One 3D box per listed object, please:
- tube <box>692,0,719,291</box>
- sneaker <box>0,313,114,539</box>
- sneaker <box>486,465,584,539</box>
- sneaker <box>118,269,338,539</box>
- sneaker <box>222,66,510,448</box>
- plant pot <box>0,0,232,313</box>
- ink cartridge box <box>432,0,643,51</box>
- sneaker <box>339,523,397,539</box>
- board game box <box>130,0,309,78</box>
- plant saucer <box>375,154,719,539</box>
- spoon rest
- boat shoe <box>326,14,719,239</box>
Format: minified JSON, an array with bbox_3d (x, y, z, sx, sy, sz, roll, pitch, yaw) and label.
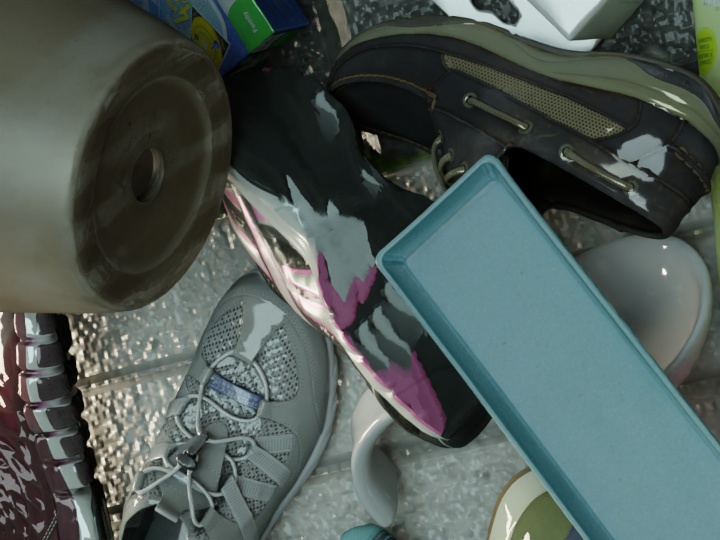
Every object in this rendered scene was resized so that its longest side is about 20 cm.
[{"bbox_3d":[0.174,-0.041,0.941,0.058,0.052,0.202,-4,95,21],"label":"tube"},{"bbox_3d":[-0.194,0.074,1.068,0.115,0.076,0.201,-12,92,-3],"label":"sneaker"},{"bbox_3d":[0.085,0.194,0.970,0.067,0.090,0.202,2,105,-22],"label":"sneaker"},{"bbox_3d":[-0.068,0.098,1.036,0.074,0.082,0.201,21,102,18],"label":"sneaker"},{"bbox_3d":[0.000,0.000,0.981,0.080,0.087,0.201,-24,63,-18],"label":"sneaker"},{"bbox_3d":[-0.157,-0.059,0.945,0.173,0.200,0.201,16,102,27],"label":"plant pot"},{"bbox_3d":[0.097,-0.181,0.945,0.116,0.067,0.200,44,109,11],"label":"ink cartridge box"},{"bbox_3d":[-0.046,0.193,1.050,0.199,0.078,0.087,-34,82,12],"label":"sneaker"},{"bbox_3d":[-0.129,-0.161,1.043,0.135,0.034,0.201,-37,83,32],"label":"board game box"},{"bbox_3d":[0.090,0.050,0.891,0.070,0.019,0.200,-42,73,17],"label":"plant saucer"},{"bbox_3d":[0.071,0.048,0.978,0.199,0.100,0.061,-31,127,25],"label":"spoon rest"},{"bbox_3d":[0.062,-0.059,0.946,0.199,0.075,0.074,11,66,36],"label":"boat shoe"}]
